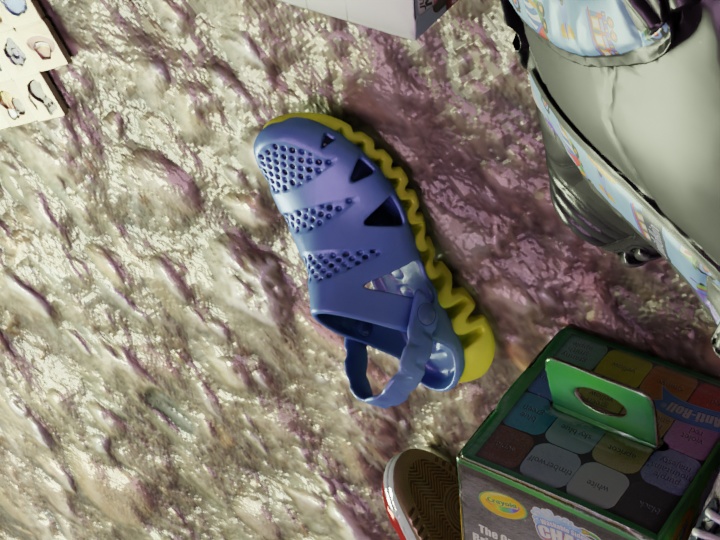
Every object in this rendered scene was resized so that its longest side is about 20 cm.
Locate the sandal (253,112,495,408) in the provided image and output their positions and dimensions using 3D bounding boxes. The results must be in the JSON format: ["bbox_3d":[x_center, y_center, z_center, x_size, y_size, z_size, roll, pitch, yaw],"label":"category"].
[{"bbox_3d":[0.000,0.000,0.963,0.079,0.087,0.201,-21,108,52],"label":"sandal"}]

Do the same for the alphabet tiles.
[{"bbox_3d":[-0.274,-0.183,1.110,0.166,0.006,0.201,-6,120,45],"label":"alphabet tiles"}]

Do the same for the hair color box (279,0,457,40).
[{"bbox_3d":[-0.042,-0.195,0.838,0.199,0.061,0.100,21,138,29],"label":"hair color box"}]

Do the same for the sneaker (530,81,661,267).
[{"bbox_3d":[0.163,-0.024,0.784,0.200,0.071,0.099,41,165,23],"label":"sneaker"}]

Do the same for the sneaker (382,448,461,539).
[{"bbox_3d":[0.052,0.209,1.123,0.112,0.071,0.201,-18,114,46],"label":"sneaker"}]

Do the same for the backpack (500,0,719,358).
[{"bbox_3d":[0.134,-0.089,0.612,0.184,0.134,0.200,67,172,-31],"label":"backpack"}]

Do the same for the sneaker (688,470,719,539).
[{"bbox_3d":[0.194,0.141,0.817,0.077,0.085,0.202,23,114,26],"label":"sneaker"}]

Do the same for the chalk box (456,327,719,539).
[{"bbox_3d":[0.136,0.123,0.923,0.124,0.124,0.201,22,136,28],"label":"chalk box"}]
